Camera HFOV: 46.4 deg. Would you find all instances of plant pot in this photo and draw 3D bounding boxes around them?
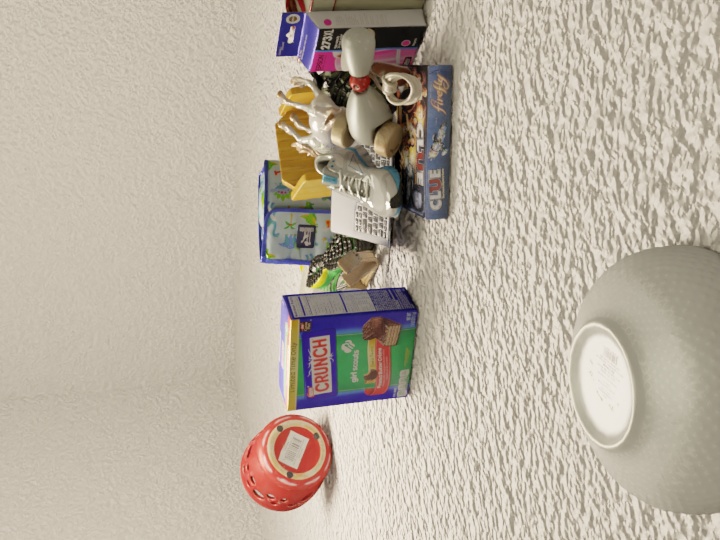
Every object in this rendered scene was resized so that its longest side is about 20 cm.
[{"bbox_3d":[-0.167,0.446,1.965,0.183,0.200,0.201,127,138,-56],"label":"plant pot"}]

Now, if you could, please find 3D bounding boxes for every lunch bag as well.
[{"bbox_3d":[-0.113,-0.108,1.640,0.127,0.170,0.200,142,130,-74],"label":"lunch bag"}]

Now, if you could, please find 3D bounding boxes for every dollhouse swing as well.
[{"bbox_3d":[-0.060,-0.258,1.463,0.176,0.182,0.200,90,171,-67],"label":"dollhouse swing"}]

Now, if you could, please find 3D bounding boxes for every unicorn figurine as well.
[{"bbox_3d":[-0.068,-0.238,1.311,0.074,0.137,0.200,-53,-19,-11],"label":"unicorn figurine"}]

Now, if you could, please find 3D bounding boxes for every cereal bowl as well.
[{"bbox_3d":[0.213,0.081,0.621,0.200,0.083,0.200,176,90,-77],"label":"cereal bowl"}]

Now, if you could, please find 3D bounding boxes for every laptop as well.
[{"bbox_3d":[0.000,-0.120,1.316,0.200,0.116,0.187,16,114,34],"label":"laptop"}]

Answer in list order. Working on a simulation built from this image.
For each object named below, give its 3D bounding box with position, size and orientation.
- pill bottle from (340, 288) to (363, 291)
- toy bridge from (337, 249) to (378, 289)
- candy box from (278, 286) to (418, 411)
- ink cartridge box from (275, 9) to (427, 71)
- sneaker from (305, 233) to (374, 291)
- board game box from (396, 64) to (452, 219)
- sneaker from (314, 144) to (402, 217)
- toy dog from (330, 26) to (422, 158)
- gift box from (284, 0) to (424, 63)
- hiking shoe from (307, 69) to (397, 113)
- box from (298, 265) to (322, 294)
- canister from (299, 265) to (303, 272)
[{"bbox_3d":[-0.021,0.130,1.475,0.112,0.112,0.200,-108,20,-45],"label":"pill bottle"},{"bbox_3d":[0.000,0.000,1.446,0.027,0.067,0.200,48,173,14],"label":"toy bridge"},{"bbox_3d":[-0.022,0.120,1.300,0.077,0.200,0.169,-117,27,-57],"label":"candy box"},{"bbox_3d":[-0.015,-0.321,1.172,0.095,0.200,0.037,115,148,-63],"label":"ink cartridge box"},{"bbox_3d":[-0.025,-0.016,1.552,0.200,0.085,0.078,-37,43,56],"label":"sneaker"},{"bbox_3d":[0.084,-0.179,1.150,0.135,0.035,0.200,-140,48,-70],"label":"board game box"},{"bbox_3d":[-0.008,-0.126,1.215,0.200,0.087,0.075,41,131,55],"label":"sneaker"},{"bbox_3d":[0.020,-0.245,1.139,0.096,0.132,0.200,-57,-3,-34],"label":"toy dog"},{"bbox_3d":[-0.021,-0.425,1.202,0.200,0.187,0.185,110,152,-60],"label":"gift box"},{"bbox_3d":[-0.016,-0.277,1.300,0.200,0.076,0.101,13,144,52],"label":"hiking shoe"},{"bbox_3d":[-0.082,0.055,1.760,0.200,0.078,0.095,105,157,-51],"label":"box"},{"bbox_3d":[-0.102,-0.111,1.791,0.149,0.086,0.200,110,151,-57],"label":"canister"}]
